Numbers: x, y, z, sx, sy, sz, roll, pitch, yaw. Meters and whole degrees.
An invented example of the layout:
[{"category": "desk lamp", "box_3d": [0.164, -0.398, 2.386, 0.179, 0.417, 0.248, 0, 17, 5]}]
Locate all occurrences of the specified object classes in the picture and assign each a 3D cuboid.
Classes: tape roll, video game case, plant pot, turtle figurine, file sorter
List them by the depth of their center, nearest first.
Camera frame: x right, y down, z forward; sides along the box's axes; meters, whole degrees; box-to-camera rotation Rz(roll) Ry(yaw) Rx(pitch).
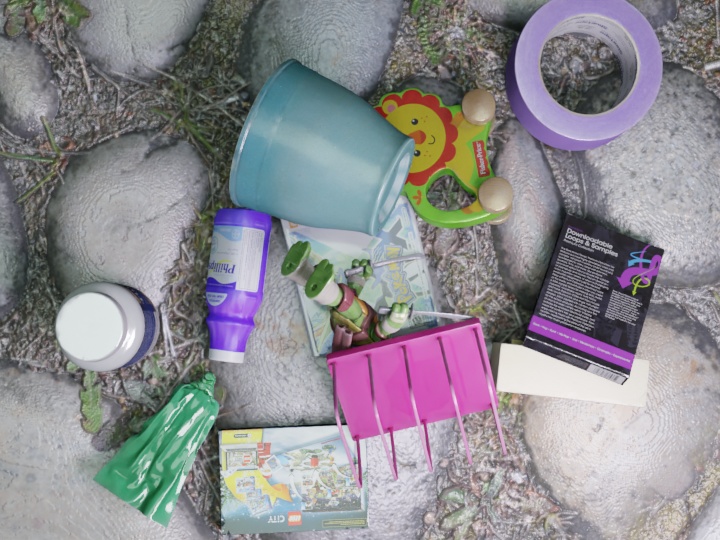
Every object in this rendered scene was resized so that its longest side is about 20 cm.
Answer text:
[{"category": "file sorter", "box_3d": [0.072, 0.171, 1.362, 0.198, 0.126, 0.140, -14, 122, 5]}, {"category": "plant pot", "box_3d": [-0.039, -0.139, 1.400, 0.186, 0.200, 0.202, 24, 87, 9]}, {"category": "turtle figurine", "box_3d": [0.009, 0.018, 1.405, 0.199, 0.193, 0.145, -31, 47, 26]}, {"category": "tape roll", "box_3d": [0.299, -0.268, 1.488, 0.197, 0.085, 0.203, 0, 87, -1]}, {"category": "video game case", "box_3d": [0.000, 0.000, 1.496, 0.180, 0.022, 0.202, -14, 88, -2]}]

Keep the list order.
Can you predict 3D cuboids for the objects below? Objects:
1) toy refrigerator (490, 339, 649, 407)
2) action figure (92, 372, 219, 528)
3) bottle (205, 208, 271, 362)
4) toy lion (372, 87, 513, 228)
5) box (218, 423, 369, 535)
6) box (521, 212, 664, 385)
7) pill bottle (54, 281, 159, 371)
[{"category": "toy refrigerator", "box_3d": [0.276, 0.135, 1.470, 0.197, 0.076, 0.071, 6, 87, -1]}, {"category": "action figure", "box_3d": [-0.249, 0.223, 1.463, 0.117, 0.055, 0.201, 32, 80, 2]}, {"category": "bottle", "box_3d": [-0.167, 0.020, 1.461, 0.065, 0.083, 0.203, 10, 87, -42]}, {"category": "toy lion", "box_3d": [0.096, -0.151, 1.479, 0.189, 0.069, 0.202, -11, 75, 4]}, {"category": "box", "box_3d": [-0.089, 0.277, 1.472, 0.197, 0.038, 0.138, -2, 87, -2]}, {"category": "box", "box_3d": [0.309, 0.034, 1.454, 0.142, 0.036, 0.201, 21, 65, 5]}, {"category": "pill bottle", "box_3d": [-0.322, 0.070, 1.395, 0.110, 0.200, 0.112, 0, 87, -2]}]
